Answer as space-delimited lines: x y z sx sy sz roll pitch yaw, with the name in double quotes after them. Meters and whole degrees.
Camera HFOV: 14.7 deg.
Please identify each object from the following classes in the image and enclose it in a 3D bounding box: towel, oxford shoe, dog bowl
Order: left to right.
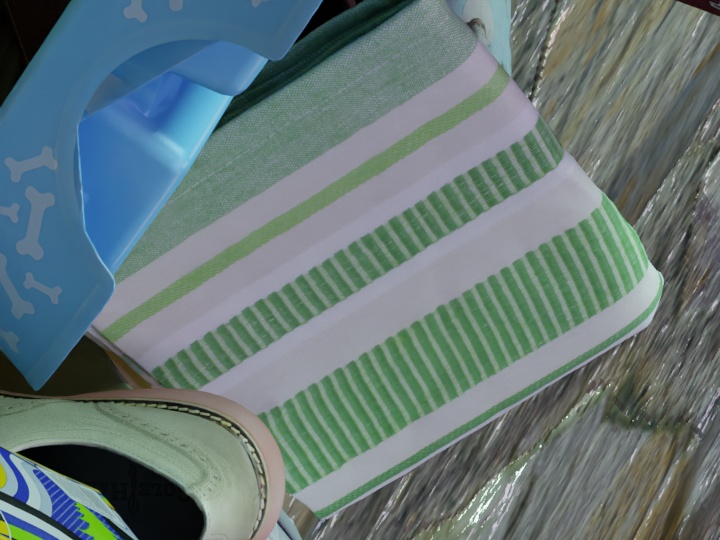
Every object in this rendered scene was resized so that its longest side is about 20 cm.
-0.126 0.066 0.817 0.074 0.199 0.071 -25 107 -79 "oxford shoe"
-0.047 -0.060 0.704 0.200 0.049 0.112 -52 -173 28 "dog bowl"
0.000 0.000 0.863 0.152 0.023 0.200 -31 142 12 "towel"

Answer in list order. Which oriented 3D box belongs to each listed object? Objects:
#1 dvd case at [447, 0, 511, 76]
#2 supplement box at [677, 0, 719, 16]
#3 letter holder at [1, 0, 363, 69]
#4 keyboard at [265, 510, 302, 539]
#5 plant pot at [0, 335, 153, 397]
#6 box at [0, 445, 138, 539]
0.030 -0.152 0.963 0.146 0.022 0.201 46 44 -71 "dvd case"
0.081 -0.200 0.796 0.133 0.196 0.201 93 17 -82 "supplement box"
-0.025 -0.061 0.932 0.101 0.142 0.200 -51 153 -24 "letter holder"
-0.031 0.084 0.950 0.011 0.056 0.200 -33 -173 -3 "keyboard"
-0.100 0.116 0.941 0.142 0.200 0.200 -39 153 -2 "plant pot"
-0.127 0.056 0.588 0.070 0.064 0.200 -52 134 6 "box"
